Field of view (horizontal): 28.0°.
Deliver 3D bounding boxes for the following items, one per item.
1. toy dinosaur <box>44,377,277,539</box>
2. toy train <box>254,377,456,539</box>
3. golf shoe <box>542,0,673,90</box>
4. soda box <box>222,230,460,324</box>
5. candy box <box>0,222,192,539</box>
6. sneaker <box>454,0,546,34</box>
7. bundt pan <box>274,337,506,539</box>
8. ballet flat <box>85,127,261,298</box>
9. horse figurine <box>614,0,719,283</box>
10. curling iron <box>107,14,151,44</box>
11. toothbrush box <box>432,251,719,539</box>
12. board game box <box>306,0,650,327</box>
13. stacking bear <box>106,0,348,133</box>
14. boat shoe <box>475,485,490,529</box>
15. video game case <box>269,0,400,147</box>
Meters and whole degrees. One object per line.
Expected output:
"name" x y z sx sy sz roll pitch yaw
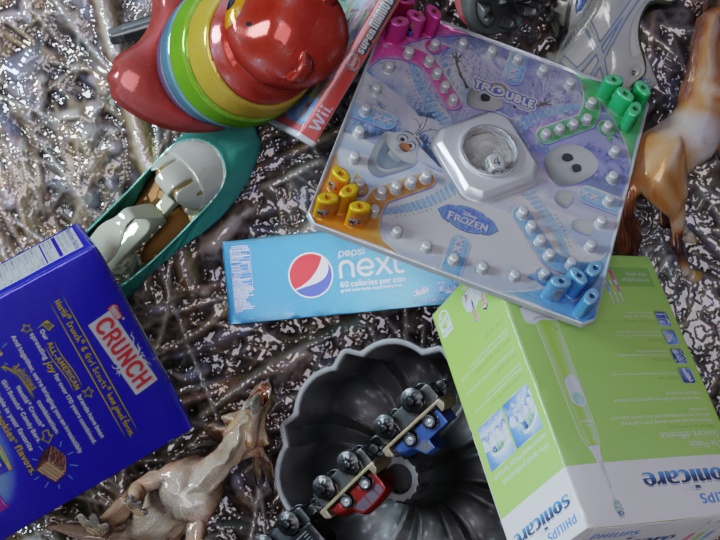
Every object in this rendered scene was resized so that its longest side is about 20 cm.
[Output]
"toy dinosaur" -0.136 0.170 1.086 0.199 0.136 0.086 -26 105 29
"toy train" -0.001 0.151 1.024 0.046 0.034 0.200 48 109 13
"golf shoe" 0.172 -0.138 1.074 0.097 0.078 0.201 19 93 -3
"soda box" 0.000 0.000 1.088 0.199 0.068 0.065 -5 90 4
"candy box" -0.247 0.087 1.041 0.199 0.077 0.170 -29 116 -10
"sneaker" 0.103 -0.242 1.043 0.097 0.071 0.201 2 50 35
"bundt pan" 0.042 0.148 1.064 0.201 0.076 0.203 0 91 25
"ballet flat" -0.152 -0.046 1.096 0.067 0.070 0.200 44 93 7
"horse figurine" 0.239 -0.081 1.046 0.200 0.050 0.133 -49 124 -14
"curling iron" -0.101 -0.215 1.111 0.199 0.026 0.050 -20 119 6
"toothbrush box" 0.153 0.093 0.970 0.145 0.086 0.201 0 56 -31
"board game box" 0.087 -0.081 0.974 0.199 0.026 0.201 20 59 0
"stacking bear" -0.078 -0.156 1.000 0.113 0.200 0.122 31 76 -25
"boat shoe" 0.148 0.135 1.085 0.067 0.057 0.200 40 93 2
"video game case" -0.002 -0.186 1.050 0.017 0.143 0.201 30 93 -17
